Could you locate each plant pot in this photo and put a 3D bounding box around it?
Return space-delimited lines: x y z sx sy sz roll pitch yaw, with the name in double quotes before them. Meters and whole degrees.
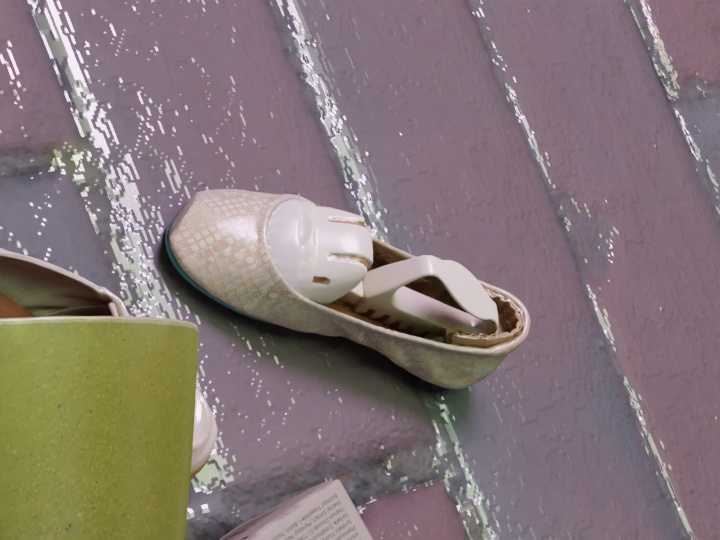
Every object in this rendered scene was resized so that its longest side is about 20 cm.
"plant pot" -0.140 0.126 0.799 0.186 0.186 0.202 1 82 -47

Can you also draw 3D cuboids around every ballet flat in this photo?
"ballet flat" 0.000 0.000 1.095 0.199 0.062 0.068 22 52 -38

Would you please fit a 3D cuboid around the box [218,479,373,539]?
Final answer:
"box" -0.002 0.196 0.970 0.082 0.068 0.201 -28 90 -51

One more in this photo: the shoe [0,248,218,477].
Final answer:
"shoe" -0.131 0.034 0.939 0.199 0.053 0.070 29 49 -34
